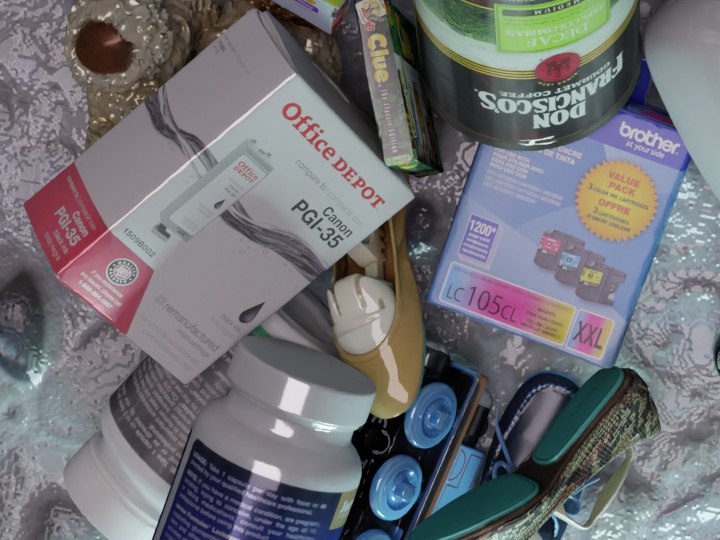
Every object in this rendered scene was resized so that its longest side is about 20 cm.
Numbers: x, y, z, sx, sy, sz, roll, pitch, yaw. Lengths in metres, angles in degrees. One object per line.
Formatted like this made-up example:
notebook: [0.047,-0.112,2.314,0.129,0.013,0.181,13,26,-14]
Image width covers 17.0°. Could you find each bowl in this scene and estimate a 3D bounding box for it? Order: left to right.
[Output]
bowl: [0.303,-0.125,1.537,0.199,0.075,0.200,-31,94,-10]

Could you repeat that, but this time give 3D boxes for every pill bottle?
pill bottle: [-0.106,0.097,1.654,0.113,0.113,0.200,43,103,-1]
pill bottle: [-0.066,0.151,1.553,0.115,0.116,0.201,21,102,5]

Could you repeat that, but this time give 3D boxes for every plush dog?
plush dog: [-0.097,-0.130,1.604,0.171,0.161,0.201,1,129,3]

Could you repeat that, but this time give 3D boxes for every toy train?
toy train: [0.025,0.145,1.639,0.087,0.114,0.201,22,88,41]

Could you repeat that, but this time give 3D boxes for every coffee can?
coffee can: [0.100,-0.187,1.480,0.146,0.200,0.147,-3,61,5]

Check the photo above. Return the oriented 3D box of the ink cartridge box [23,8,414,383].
ink cartridge box: [-0.089,-0.046,1.536,0.200,0.083,0.147,-39,132,8]

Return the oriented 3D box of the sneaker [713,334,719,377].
sneaker: [0.327,0.094,1.602,0.199,0.080,0.072,20,103,4]

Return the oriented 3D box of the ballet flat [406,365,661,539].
ballet flat: [0.124,0.148,1.594,0.200,0.068,0.075,-40,110,-14]

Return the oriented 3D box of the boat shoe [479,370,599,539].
boat shoe: [0.115,0.171,1.656,0.084,0.069,0.201,12,102,6]

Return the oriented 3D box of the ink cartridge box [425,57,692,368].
ink cartridge box: [0.140,-0.054,1.610,0.136,0.076,0.201,20,101,5]

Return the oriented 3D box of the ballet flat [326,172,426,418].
ballet flat: [0.000,0.000,1.600,0.068,0.063,0.201,-21,59,29]

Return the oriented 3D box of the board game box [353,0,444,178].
board game box: [0.026,-0.115,1.544,0.023,0.200,0.105,-14,89,7]

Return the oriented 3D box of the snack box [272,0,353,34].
snack box: [-0.067,-0.261,1.522,0.200,0.053,0.143,30,75,2]
